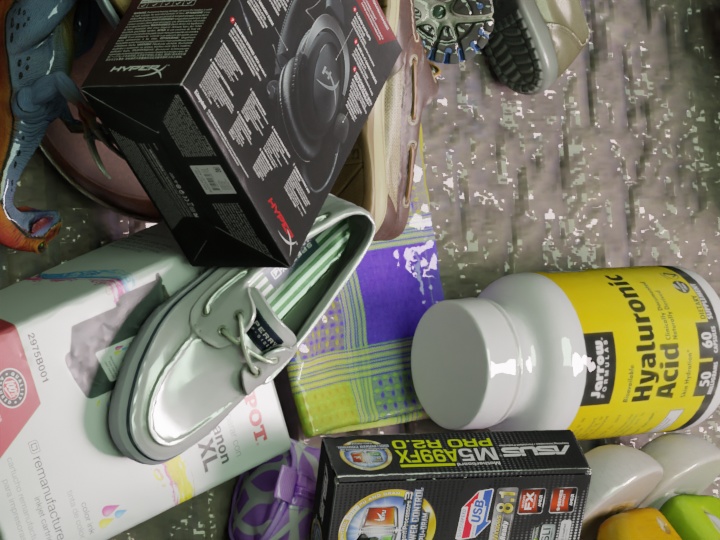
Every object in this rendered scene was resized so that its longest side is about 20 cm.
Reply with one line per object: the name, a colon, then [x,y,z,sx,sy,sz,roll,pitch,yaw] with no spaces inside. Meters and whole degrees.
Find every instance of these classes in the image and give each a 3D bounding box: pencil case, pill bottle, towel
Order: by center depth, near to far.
pencil case: [0.016,0.166,1.711,0.199,0.085,0.084,18,80,-24]
towel: [0.000,0.000,1.739,0.143,0.023,0.201,-6,89,-43]
pill bottle: [0.134,0.055,1.764,0.199,0.111,0.112,-4,84,-36]

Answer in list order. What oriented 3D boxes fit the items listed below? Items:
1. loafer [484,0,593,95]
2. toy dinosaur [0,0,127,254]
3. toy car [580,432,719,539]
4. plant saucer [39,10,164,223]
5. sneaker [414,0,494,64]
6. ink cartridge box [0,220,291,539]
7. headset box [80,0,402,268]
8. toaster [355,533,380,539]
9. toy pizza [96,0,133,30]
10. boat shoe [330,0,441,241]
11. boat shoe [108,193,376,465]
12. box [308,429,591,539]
loafer: [0.099,-0.220,1.825,0.069,0.075,0.201,-26,104,-36]
toy dinosaur: [-0.192,-0.110,1.626,0.199,0.105,0.182,32,82,21]
toy car: [0.193,0.210,1.766,0.175,0.150,0.200,53,28,20]
plant saucer: [-0.129,-0.126,1.702,0.199,0.034,0.202,4,82,-27]
sneaker: [-0.007,-0.201,1.760,0.200,0.085,0.077,38,94,-8]
ink cartridge box: [-0.156,0.073,1.615,0.199,0.083,0.147,-25,108,-29]
headset box: [-0.060,-0.124,1.577,0.149,0.077,0.201,59,43,-40]
toaster: [-0.091,0.243,1.577,0.180,0.200,0.119,-18,87,-30]
toy pizza: [-0.112,-0.201,1.626,0.200,0.032,0.201,43,36,-43]
boat shoe: [0.011,-0.117,1.705,0.072,0.072,0.201,2,87,-49]
boat shoe: [-0.068,0.028,1.579,0.074,0.067,0.200,45,69,-28]
box: [0.046,0.192,1.663,0.159,0.044,0.201,-1,121,-15]
